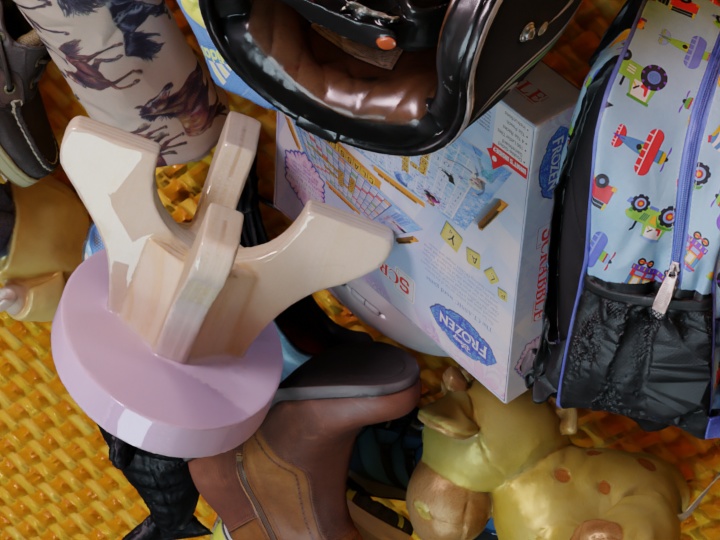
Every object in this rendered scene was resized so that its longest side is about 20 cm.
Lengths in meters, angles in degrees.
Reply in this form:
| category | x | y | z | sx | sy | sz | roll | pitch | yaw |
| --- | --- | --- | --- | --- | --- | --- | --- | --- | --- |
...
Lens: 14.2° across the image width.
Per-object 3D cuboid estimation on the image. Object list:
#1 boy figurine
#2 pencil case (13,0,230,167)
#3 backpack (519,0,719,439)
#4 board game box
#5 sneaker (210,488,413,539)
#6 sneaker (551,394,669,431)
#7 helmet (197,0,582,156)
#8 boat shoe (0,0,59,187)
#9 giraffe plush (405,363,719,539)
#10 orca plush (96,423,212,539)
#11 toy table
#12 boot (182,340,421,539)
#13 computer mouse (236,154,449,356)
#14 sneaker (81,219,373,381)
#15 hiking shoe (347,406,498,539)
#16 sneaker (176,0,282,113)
| category | x | y | z | sx | sy | sz | roll | pitch | yaw |
| --- | --- | --- | --- | --- | --- | --- | --- | --- | --- |
| boy figurine | -0.207 | -0.019 | 1.775 | 0.064 | 0.125 | 0.200 | -28 | 143 | 26 |
| pencil case | -0.144 | -0.140 | 1.582 | 0.089 | 0.078 | 0.200 | 38 | 167 | 39 |
| backpack | 0.167 | -0.041 | 1.413 | 0.134 | 0.183 | 0.201 | 13 | 126 | 14 |
| board game box | 0.032 | -0.062 | 1.533 | 0.200 | 0.041 | 0.200 | 41 | 145 | 31 |
| sneaker | -0.046 | 0.182 | 1.783 | 0.075 | 0.077 | 0.200 | 30 | 158 | -20 |
| sneaker | 0.108 | 0.019 | 1.592 | 0.199 | 0.079 | 0.076 | 27 | 143 | 15 |
| helmet | 0.027 | -0.172 | 1.363 | 0.199 | 0.191 | 0.200 | 23 | 154 | 12 |
| boat shoe | -0.210 | -0.133 | 1.685 | 0.065 | 0.073 | 0.200 | -15 | 131 | 8 |
| giraffe plush | 0.096 | 0.130 | 1.642 | 0.162 | 0.200 | 0.173 | 37 | 168 | 4 |
| orca plush | -0.146 | 0.101 | 1.763 | 0.105 | 0.071 | 0.201 | 16 | 128 | 16 |
| toy table | -0.086 | 0.001 | 1.547 | 0.183 | 0.200 | 0.118 | 15 | 115 | -18 |
| boot | -0.008 | 0.149 | 1.632 | 0.188 | 0.068 | 0.201 | -17 | 101 | 35 |
| computer mouse | 0.000 | 0.000 | 1.683 | 0.199 | 0.044 | 0.110 | 25 | 141 | 15 |
| sneaker | -0.070 | 0.016 | 1.694 | 0.200 | 0.078 | 0.090 | 32 | 129 | 8 |
| hiking shoe | 0.039 | 0.104 | 1.750 | 0.199 | 0.075 | 0.087 | 29 | 136 | -6 |
| sneaker | -0.084 | -0.157 | 1.518 | 0.200 | 0.076 | 0.105 | 52 | 152 | 28 |
